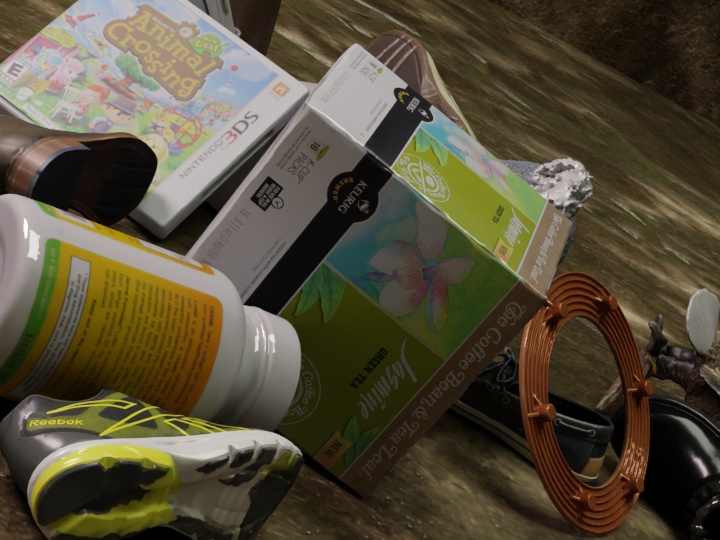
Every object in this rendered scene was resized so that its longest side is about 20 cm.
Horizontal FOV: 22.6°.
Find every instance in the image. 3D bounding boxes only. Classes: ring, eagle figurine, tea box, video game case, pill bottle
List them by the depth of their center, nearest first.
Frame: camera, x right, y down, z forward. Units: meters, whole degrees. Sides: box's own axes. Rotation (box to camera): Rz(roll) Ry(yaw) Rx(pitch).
[{"bbox_3d":[-0.138,0.038,1.052,0.199,0.111,0.111,22,20,-33],"label":"pill bottle"},{"bbox_3d":[0.000,0.000,1.189,0.196,0.200,0.134,38,27,-4],"label":"tea box"},{"bbox_3d":[0.179,0.099,1.373,0.019,0.202,0.200,-9,-11,35],"label":"ring"},{"bbox_3d":[-0.172,-0.142,1.440,0.200,0.022,0.182,37,61,15],"label":"video game case"},{"bbox_3d":[0.339,0.125,1.650,0.200,0.152,0.151,32,-4,15],"label":"eagle figurine"}]

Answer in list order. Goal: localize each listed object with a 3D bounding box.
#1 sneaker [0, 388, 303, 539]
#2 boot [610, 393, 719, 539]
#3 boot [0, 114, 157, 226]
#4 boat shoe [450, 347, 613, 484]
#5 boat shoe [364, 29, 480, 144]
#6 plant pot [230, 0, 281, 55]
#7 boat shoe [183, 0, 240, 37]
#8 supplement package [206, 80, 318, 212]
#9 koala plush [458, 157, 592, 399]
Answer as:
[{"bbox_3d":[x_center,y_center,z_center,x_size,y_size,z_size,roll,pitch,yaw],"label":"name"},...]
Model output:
[{"bbox_3d":[-0.112,0.099,0.992,0.200,0.075,0.085,11,27,-51],"label":"sneaker"},{"bbox_3d":[0.275,0.184,1.441,0.211,0.080,0.158,38,18,15],"label":"boot"},{"bbox_3d":[-0.221,-0.084,1.291,0.097,0.075,0.200,28,8,15],"label":"boot"},{"bbox_3d":[0.114,0.095,1.434,0.200,0.062,0.075,34,19,7],"label":"boat shoe"},{"bbox_3d":[0.057,-0.130,1.556,0.076,0.072,0.200,39,19,-41],"label":"boat shoe"},{"bbox_3d":[-0.150,-0.253,1.682,0.186,0.200,0.187,30,17,-10],"label":"plant pot"},{"bbox_3d":[-0.129,-0.191,1.573,0.073,0.201,0.067,34,57,32],"label":"boat shoe"},{"bbox_3d":[-0.027,-0.081,1.563,0.121,0.120,0.200,42,19,21],"label":"supplement package"},{"bbox_3d":[0.081,-0.012,1.362,0.184,0.199,0.177,57,-12,11],"label":"koala plush"}]
